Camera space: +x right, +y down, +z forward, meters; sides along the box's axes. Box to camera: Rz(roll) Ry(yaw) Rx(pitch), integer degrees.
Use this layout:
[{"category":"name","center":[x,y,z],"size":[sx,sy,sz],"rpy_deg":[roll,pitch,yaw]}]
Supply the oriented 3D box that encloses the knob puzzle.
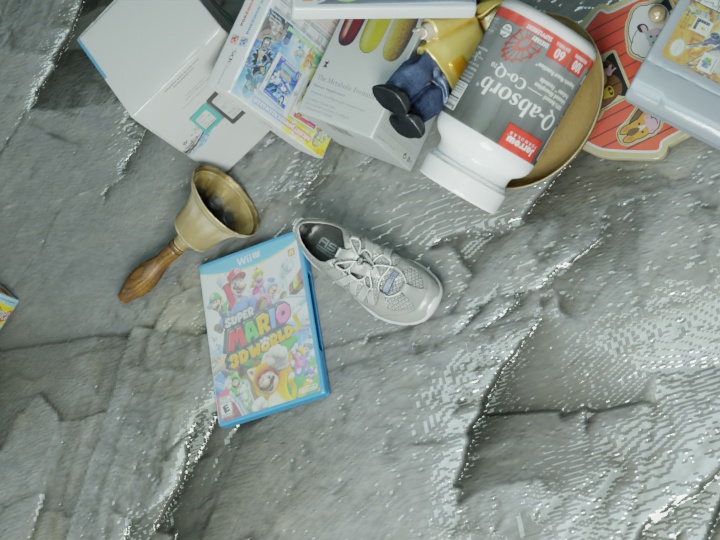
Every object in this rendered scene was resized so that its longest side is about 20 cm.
[{"category":"knob puzzle","center":[0.285,-0.207,1.503],"size":[0.217,0.030,0.223],"rpy_deg":[-8,72,25]}]

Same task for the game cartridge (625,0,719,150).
[{"category":"game cartridge","center":[0.378,-0.233,1.441],"size":[0.132,0.042,0.201],"rpy_deg":[28,84,21]}]

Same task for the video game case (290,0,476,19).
[{"category":"video game case","center":[0.018,-0.351,1.510],"size":[0.197,0.023,0.184],"rpy_deg":[-2,64,-8]}]

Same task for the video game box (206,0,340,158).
[{"category":"video game box","center":[-0.070,-0.249,1.600],"size":[0.046,0.200,0.184],"rpy_deg":[19,83,34]}]

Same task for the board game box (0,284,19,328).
[{"category":"board game box","center":[-0.552,0.084,1.798],"size":[0.104,0.103,0.201],"rpy_deg":[34,92,30]}]

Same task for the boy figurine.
[{"category":"boy figurine","center":[0.107,-0.227,1.522],"size":[0.200,0.125,0.064],"rpy_deg":[-41,28,-18]}]

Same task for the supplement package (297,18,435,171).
[{"category":"supplement package","center":[0.035,-0.237,1.593],"size":[0.113,0.109,0.202],"rpy_deg":[22,85,30]}]

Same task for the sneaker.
[{"category":"sneaker","center":[0.000,0.000,1.554],"size":[0.199,0.082,0.075],"rpy_deg":[25,87,31]}]

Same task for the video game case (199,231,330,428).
[{"category":"video game case","center":[-0.114,0.068,1.629],"size":[0.142,0.018,0.202],"rpy_deg":[-19,67,22]}]

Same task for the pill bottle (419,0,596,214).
[{"category":"pill bottle","center":[0.151,-0.169,1.461],"size":[0.115,0.115,0.202],"rpy_deg":[34,99,31]}]

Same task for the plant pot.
[{"category":"plant pot","center":[0.183,-0.182,1.532],"size":[0.198,0.027,0.203],"rpy_deg":[-14,67,35]}]

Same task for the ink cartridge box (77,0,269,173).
[{"category":"ink cartridge box","center":[-0.200,-0.238,1.661],"size":[0.146,0.200,0.147],"rpy_deg":[-43,61,7]}]

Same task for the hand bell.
[{"category":"hand bell","center":[-0.224,-0.023,1.690],"size":[0.200,0.104,0.105],"rpy_deg":[-41,60,25]}]
